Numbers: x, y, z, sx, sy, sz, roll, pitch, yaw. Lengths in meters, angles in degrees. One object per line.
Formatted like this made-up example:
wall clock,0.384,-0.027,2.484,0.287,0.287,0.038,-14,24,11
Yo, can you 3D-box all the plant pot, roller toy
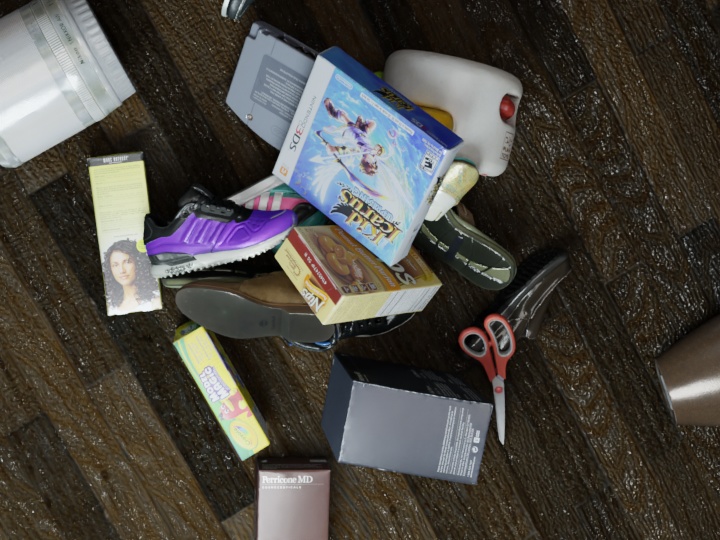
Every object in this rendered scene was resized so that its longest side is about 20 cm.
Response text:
plant pot,0.509,0.136,1.619,0.197,0.187,0.190,-19,98,8
roller toy,0.109,-0.192,1.510,0.180,0.200,0.142,10,94,-22

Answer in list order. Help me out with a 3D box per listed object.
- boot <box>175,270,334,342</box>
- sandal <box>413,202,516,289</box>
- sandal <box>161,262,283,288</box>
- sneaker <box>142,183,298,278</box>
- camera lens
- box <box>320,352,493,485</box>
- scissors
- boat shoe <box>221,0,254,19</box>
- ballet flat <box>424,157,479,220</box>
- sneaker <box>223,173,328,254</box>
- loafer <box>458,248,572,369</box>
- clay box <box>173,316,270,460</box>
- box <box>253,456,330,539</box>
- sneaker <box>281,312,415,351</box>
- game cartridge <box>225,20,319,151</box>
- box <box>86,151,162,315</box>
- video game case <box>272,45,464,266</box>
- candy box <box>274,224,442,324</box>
boot,-0.128,0.036,1.471,0.196,0.076,0.074,9,137,-7
sandal,0.123,-0.052,1.584,0.200,0.057,0.080,41,130,0
sandal,-0.160,0.024,1.549,0.197,0.080,0.058,7,108,-9
sneaker,-0.179,-0.061,1.467,0.197,0.070,0.101,-15,102,6
camera lens,-0.393,-0.233,1.446,0.198,0.160,0.162,-29,99,-5
box,0.053,0.186,1.531,0.179,0.200,0.106,12,94,-9
scissors,0.190,0.147,1.598,0.072,0.014,0.202,-20,115,8
boat shoe,-0.107,-0.399,1.517,0.060,0.076,0.202,31,91,-4
ballet flat,0.075,-0.090,1.479,0.070,0.199,0.072,4,82,-34
sneaker,-0.124,-0.048,1.546,0.198,0.084,0.122,-27,89,-6
loafer,0.219,0.055,1.614,0.071,0.073,0.200,41,98,-13
clay box,-0.185,0.136,1.533,0.047,0.115,0.202,-31,98,-3
box,-0.092,0.356,1.589,0.098,0.075,0.204,0,93,-8
sneaker,-0.015,0.068,1.551,0.196,0.112,0.074,-7,105,-6
game cartridge,-0.072,-0.210,1.507,0.198,0.040,0.135,32,117,12
box,-0.301,-0.048,1.532,0.074,0.050,0.204,-8,96,-8
video game case,0.003,-0.135,1.432,0.199,0.045,0.183,38,130,15
candy box,0.000,0.000,1.497,0.116,0.198,0.056,53,124,24
